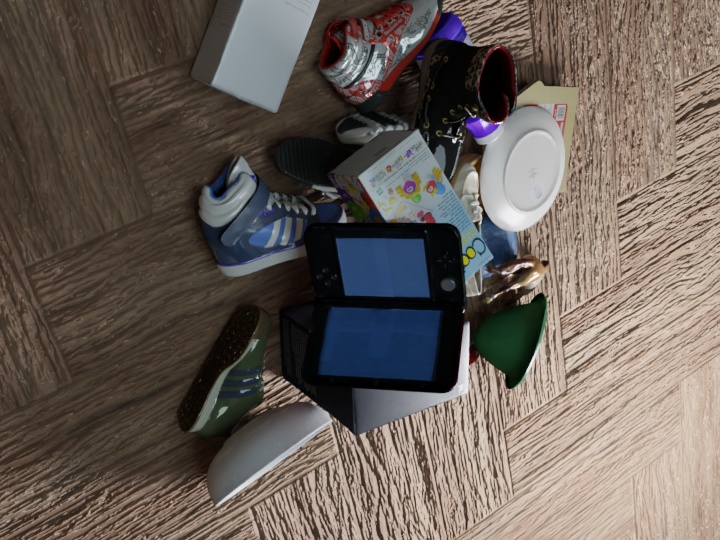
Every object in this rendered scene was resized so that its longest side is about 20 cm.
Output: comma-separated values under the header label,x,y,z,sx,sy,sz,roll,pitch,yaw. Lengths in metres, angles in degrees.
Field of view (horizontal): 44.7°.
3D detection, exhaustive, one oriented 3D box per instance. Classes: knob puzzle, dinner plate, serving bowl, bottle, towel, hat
label,x,y,z,sx,sy,sz,roll,pitch,yaw
knob puzzle,0.264,-0.206,1.407,0.219,0.030,0.220,-16,116,-34
dinner plate,0.265,-0.158,1.388,0.200,0.024,0.201,-15,114,-36
serving bowl,-0.137,0.243,1.226,0.200,0.200,0.066,-32,80,-22
bottle,0.146,-0.273,1.271,0.084,0.065,0.200,-51,126,-19
towel,0.168,-0.025,1.401,0.200,0.048,0.112,-25,120,-26
hat,0.198,0.099,1.463,0.176,0.200,0.166,20,133,-2

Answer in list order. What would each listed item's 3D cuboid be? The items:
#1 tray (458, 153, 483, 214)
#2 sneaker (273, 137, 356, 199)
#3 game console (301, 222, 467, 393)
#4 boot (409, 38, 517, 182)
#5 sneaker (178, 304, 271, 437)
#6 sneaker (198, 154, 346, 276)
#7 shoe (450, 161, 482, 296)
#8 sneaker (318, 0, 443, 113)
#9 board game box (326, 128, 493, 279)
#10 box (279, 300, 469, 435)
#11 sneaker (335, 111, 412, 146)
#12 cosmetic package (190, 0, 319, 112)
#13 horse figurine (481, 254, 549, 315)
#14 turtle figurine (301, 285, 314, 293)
label,x,y,z,sx,sy,sz,roll,pitch,yaw
tray,0.126,-0.100,1.302,0.200,0.037,0.099,-35,128,-51
sneaker,-0.031,-0.125,1.201,0.199,0.088,0.074,8,66,-24
game console,0.022,0.042,1.064,0.119,0.199,0.173,-65,151,-54
boot,0.134,-0.205,1.148,0.073,0.150,0.201,3,99,-28
sneaker,-0.166,0.147,1.217,0.090,0.067,0.201,29,95,-40
sneaker,-0.116,-0.090,1.150,0.200,0.081,0.147,-24,124,-20
shoe,0.158,-0.058,1.280,0.070,0.053,0.201,-20,117,-56
sneaker,0.026,-0.321,1.172,0.108,0.067,0.202,35,88,-41
board game box,0.064,-0.071,1.138,0.105,0.103,0.200,-39,110,-15
box,0.020,0.115,1.251,0.200,0.198,0.124,-15,116,-31
sneaker,0.052,-0.182,1.246,0.199,0.075,0.081,-5,119,-34
cosmetic package,-0.121,-0.307,1.070,0.101,0.074,0.201,19,98,-39
horse figurine,0.258,0.014,1.438,0.132,0.050,0.200,-34,161,4
turtle figurine,0.000,0.000,1.237,0.200,0.101,0.150,-50,172,-32
